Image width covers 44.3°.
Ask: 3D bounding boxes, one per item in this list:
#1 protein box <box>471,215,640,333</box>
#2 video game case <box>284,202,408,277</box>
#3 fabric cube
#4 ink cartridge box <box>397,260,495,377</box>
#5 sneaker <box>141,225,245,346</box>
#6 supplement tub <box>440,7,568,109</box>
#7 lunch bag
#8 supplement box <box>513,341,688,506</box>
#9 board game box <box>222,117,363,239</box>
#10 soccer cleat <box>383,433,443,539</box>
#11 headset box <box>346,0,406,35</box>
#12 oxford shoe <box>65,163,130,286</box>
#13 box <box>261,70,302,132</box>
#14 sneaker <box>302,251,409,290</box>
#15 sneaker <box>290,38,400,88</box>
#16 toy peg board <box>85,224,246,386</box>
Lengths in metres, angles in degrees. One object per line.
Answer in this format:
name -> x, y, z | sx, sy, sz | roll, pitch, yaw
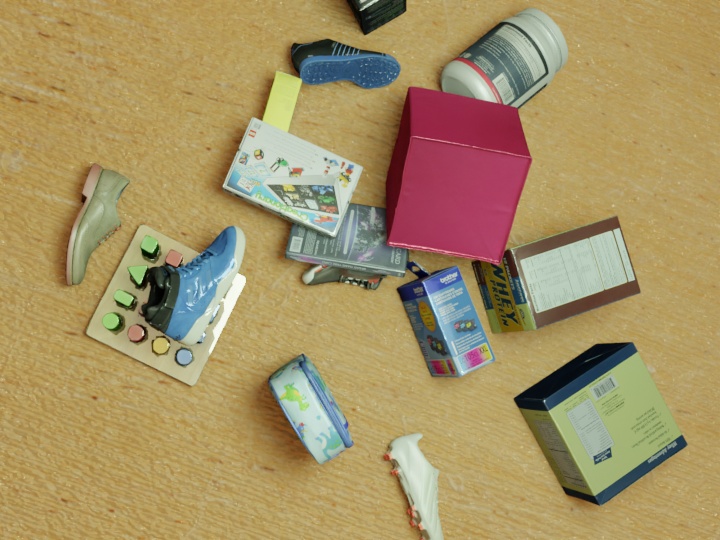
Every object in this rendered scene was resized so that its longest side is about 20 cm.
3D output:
protein box -> 0.327, 0.012, 1.506 | 0.197, 0.198, 0.137 | -17, 88, -13
video game case -> -0.017, -0.059, 1.474 | 0.197, 0.019, 0.144 | 10, 47, 0
fabric cube -> 0.152, -0.156, 1.440 | 0.193, 0.200, 0.202 | 10, 123, -5
ink cartridge box -> 0.136, 0.074, 1.492 | 0.075, 0.136, 0.203 | -21, 89, -17
sneaker -> -0.262, 0.005, 1.362 | 0.111, 0.076, 0.202 | 31, 84, -32
supplement tub -> 0.252, -0.352, 1.555 | 0.199, 0.140, 0.141 | -39, 93, -13
lunch bag -> -0.078, 0.220, 1.401 | 0.082, 0.200, 0.162 | -30, 90, -6
supplement box -> 0.414, 0.261, 1.534 | 0.198, 0.134, 0.202 | -29, 91, -13
board game box -> -0.109, -0.149, 1.436 | 0.198, 0.035, 0.128 | 24, 80, -6
soccer cleat -> 0.109, 0.375, 1.496 | 0.077, 0.069, 0.202 | -21, 87, -16
headset box -> 0.001, -0.512, 1.493 | 0.092, 0.200, 0.176 | -29, 90, 3
oxford shoe -> -0.424, -0.068, 1.423 | 0.074, 0.070, 0.203 | 16, 83, -15
box -> -0.150, -0.226, 1.493 | 0.049, 0.075, 0.203 | 17, 83, -9
sneaker -> 0.000, 0.000, 1.504 | 0.197, 0.077, 0.083 | -20, 95, -12
sneaker -> -0.026, -0.366, 1.535 | 0.197, 0.071, 0.078 | -4, 49, -29
toy peg board -> -0.311, 0.054, 1.420 | 0.197, 0.098, 0.202 | 27, 80, -8
